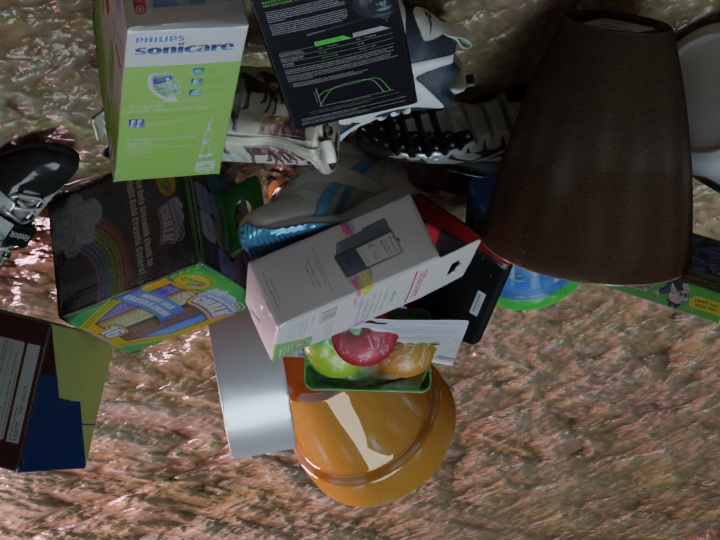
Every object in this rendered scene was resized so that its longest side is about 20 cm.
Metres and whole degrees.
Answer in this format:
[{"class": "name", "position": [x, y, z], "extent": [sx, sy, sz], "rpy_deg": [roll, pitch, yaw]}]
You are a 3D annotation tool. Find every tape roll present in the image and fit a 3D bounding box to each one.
[{"class": "tape roll", "position": [-0.116, 0.091, 1.666], "extent": [0.070, 0.204, 0.203], "rpy_deg": [-10, 156, -4]}]

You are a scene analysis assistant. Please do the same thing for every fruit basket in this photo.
[{"class": "fruit basket", "position": [0.010, 0.064, 1.610], "extent": [0.183, 0.095, 0.200], "rpy_deg": [1, 160, 0]}]

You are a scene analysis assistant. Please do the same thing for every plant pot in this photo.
[{"class": "plant pot", "position": [0.206, -0.113, 1.368], "extent": [0.185, 0.187, 0.202], "rpy_deg": [-2, 112, -21]}, {"class": "plant pot", "position": [-0.011, 0.146, 1.873], "extent": [0.198, 0.202, 0.184], "rpy_deg": [-19, 140, 15]}]

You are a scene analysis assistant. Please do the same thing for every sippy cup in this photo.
[{"class": "sippy cup", "position": [0.160, -0.051, 1.591], "extent": [0.177, 0.140, 0.131], "rpy_deg": [-32, 148, -12]}]

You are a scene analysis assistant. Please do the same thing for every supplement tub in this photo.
[{"class": "supplement tub", "position": [0.364, -0.134, 1.479], "extent": [0.140, 0.142, 0.199], "rpy_deg": [-27, 152, 30]}]

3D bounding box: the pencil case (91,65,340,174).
[{"class": "pencil case", "position": [-0.109, -0.121, 1.271], "extent": [0.198, 0.090, 0.078], "rpy_deg": [6, 135, 9]}]

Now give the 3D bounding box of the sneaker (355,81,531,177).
[{"class": "sneaker", "position": [0.091, -0.118, 1.471], "extent": [0.198, 0.067, 0.091], "rpy_deg": [-9, 154, -12]}]

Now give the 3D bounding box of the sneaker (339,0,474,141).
[{"class": "sneaker", "position": [0.026, -0.151, 1.350], "extent": [0.128, 0.080, 0.200], "rpy_deg": [8, 140, -21]}]

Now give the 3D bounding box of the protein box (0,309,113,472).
[{"class": "protein box", "position": [-0.364, 0.100, 1.500], "extent": [0.198, 0.136, 0.199], "rpy_deg": [12, 176, 9]}]

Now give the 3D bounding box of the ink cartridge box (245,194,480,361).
[{"class": "ink cartridge box", "position": [0.000, 0.000, 1.432], "extent": [0.198, 0.068, 0.117], "rpy_deg": [-23, 165, -13]}]

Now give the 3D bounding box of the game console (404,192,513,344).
[{"class": "game console", "position": [0.062, -0.013, 1.605], "extent": [0.176, 0.031, 0.200], "rpy_deg": [30, 155, 8]}]

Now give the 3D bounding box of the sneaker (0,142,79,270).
[{"class": "sneaker", "position": [-0.319, -0.041, 1.420], "extent": [0.199, 0.089, 0.074], "rpy_deg": [-29, 150, 30]}]

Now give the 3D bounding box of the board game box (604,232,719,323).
[{"class": "board game box", "position": [0.264, -0.009, 1.437], "extent": [0.199, 0.029, 0.134], "rpy_deg": [20, -155, 35]}]

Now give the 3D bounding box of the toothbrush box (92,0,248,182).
[{"class": "toothbrush box", "position": [-0.140, -0.176, 1.138], "extent": [0.085, 0.147, 0.200], "rpy_deg": [-5, 156, -15]}]

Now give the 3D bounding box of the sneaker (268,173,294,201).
[{"class": "sneaker", "position": [-0.045, -0.036, 1.576], "extent": [0.077, 0.078, 0.200], "rpy_deg": [-10, 155, -2]}]

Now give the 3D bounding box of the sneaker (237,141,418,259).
[{"class": "sneaker", "position": [-0.040, -0.066, 1.438], "extent": [0.199, 0.081, 0.076], "rpy_deg": [-22, 168, -44]}]

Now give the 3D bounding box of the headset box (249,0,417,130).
[{"class": "headset box", "position": [-0.031, -0.222, 1.055], "extent": [0.092, 0.176, 0.200], "rpy_deg": [-13, 155, 3]}]

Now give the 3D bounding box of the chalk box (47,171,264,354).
[{"class": "chalk box", "position": [-0.170, -0.023, 1.483], "extent": [0.198, 0.126, 0.124], "rpy_deg": [-19, 155, 18]}]

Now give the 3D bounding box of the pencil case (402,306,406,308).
[{"class": "pencil case", "position": [0.026, 0.031, 1.746], "extent": [0.198, 0.086, 0.084], "rpy_deg": [-10, 155, -7]}]
